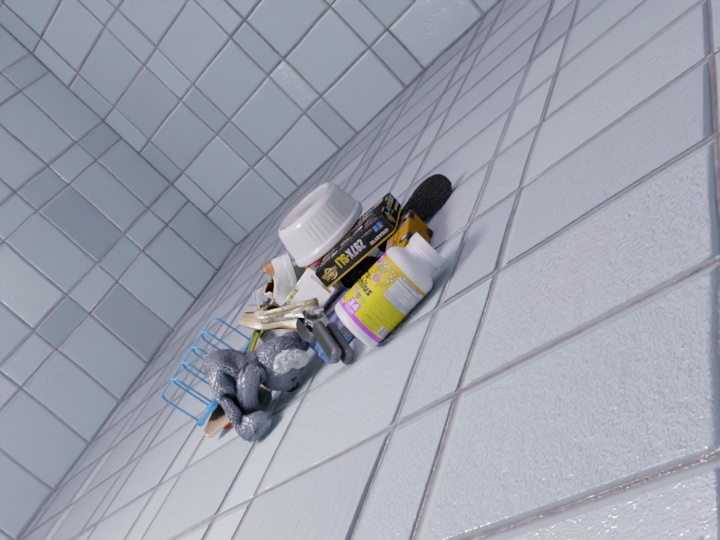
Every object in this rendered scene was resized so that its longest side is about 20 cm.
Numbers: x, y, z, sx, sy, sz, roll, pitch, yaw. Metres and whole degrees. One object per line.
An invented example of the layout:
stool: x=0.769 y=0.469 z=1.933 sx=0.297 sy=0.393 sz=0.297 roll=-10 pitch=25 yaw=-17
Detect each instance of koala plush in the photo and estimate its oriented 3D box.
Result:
koala plush: x=-0.191 y=0.200 z=1.559 sx=0.199 sy=0.185 sz=0.177 roll=-33 pitch=12 yaw=1

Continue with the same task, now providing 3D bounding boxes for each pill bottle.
pill bottle: x=0.055 y=0.030 z=1.366 sx=0.200 sy=0.104 sz=0.104 roll=-46 pitch=13 yaw=5

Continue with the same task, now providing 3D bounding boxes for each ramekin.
ramekin: x=-0.098 y=-0.110 z=1.753 sx=0.202 sy=0.094 sz=0.203 roll=-40 pitch=17 yaw=15

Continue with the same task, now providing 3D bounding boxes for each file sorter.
file sorter: x=-0.356 y=0.231 z=1.826 sx=0.139 sy=0.122 sz=0.201 roll=-48 pitch=10 yaw=51

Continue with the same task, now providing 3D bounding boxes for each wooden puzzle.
wooden puzzle: x=-0.263 y=0.287 z=1.801 sx=0.199 sy=0.037 sz=0.186 roll=-37 pitch=16 yaw=24

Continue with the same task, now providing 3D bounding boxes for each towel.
towel: x=-0.259 y=0.205 z=1.740 sx=0.086 sy=0.018 sz=0.202 roll=-90 pitch=22 yaw=-70

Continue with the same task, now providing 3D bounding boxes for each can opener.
can opener: x=-0.068 y=0.128 z=1.492 sx=0.200 sy=0.052 sz=0.067 roll=42 pitch=122 yaw=58

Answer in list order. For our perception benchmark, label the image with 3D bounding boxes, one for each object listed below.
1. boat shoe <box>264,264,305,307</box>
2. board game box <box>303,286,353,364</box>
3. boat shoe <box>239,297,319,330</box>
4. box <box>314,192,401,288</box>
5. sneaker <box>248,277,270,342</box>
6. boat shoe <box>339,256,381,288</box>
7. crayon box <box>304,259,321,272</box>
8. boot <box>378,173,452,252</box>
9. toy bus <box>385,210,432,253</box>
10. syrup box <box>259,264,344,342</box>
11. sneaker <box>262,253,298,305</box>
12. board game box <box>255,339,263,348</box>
boat shoe: x=-0.186 y=0.055 z=1.923 sx=0.067 sy=0.072 sz=0.201 roll=-16 pitch=34 yaw=54
board game box: x=-0.047 y=0.109 z=1.610 sx=0.152 sy=0.037 sz=0.200 roll=-50 pitch=12 yaw=-6
boat shoe: x=-0.169 y=0.090 z=1.650 sx=0.197 sy=0.064 sz=0.073 roll=-3 pitch=5 yaw=24
box: x=-0.003 y=-0.066 z=1.663 sx=0.199 sy=0.049 sz=0.160 roll=-40 pitch=11 yaw=20
sneaker: x=-0.260 y=0.117 z=2.086 sx=0.200 sy=0.115 sz=0.075 roll=-50 pitch=13 yaw=-9
boat shoe: x=0.001 y=-0.002 z=1.709 sx=0.075 sy=0.066 sz=0.199 roll=-52 pitch=14 yaw=-25
crayon box: x=-0.080 y=-0.023 z=1.855 sx=0.126 sy=0.050 sz=0.203 roll=-18 pitch=59 yaw=56
boot: x=0.112 y=-0.131 z=1.741 sx=0.200 sy=0.070 sz=0.132 roll=-46 pitch=8 yaw=-11
toy bus: x=0.094 y=-0.045 z=1.548 sx=0.078 sy=0.065 sz=0.201 roll=-43 pitch=14 yaw=22
syrup box: x=-0.128 y=0.090 z=1.724 sx=0.201 sy=0.081 sz=0.079 roll=-55 pitch=-9 yaw=13
sneaker: x=-0.175 y=0.059 z=1.799 sx=0.084 sy=0.202 sz=0.073 roll=-19 pitch=27 yaw=-6
board game box: x=-0.206 y=0.162 z=1.937 sx=0.199 sy=0.046 sz=0.152 roll=-39 pitch=16 yaw=30
